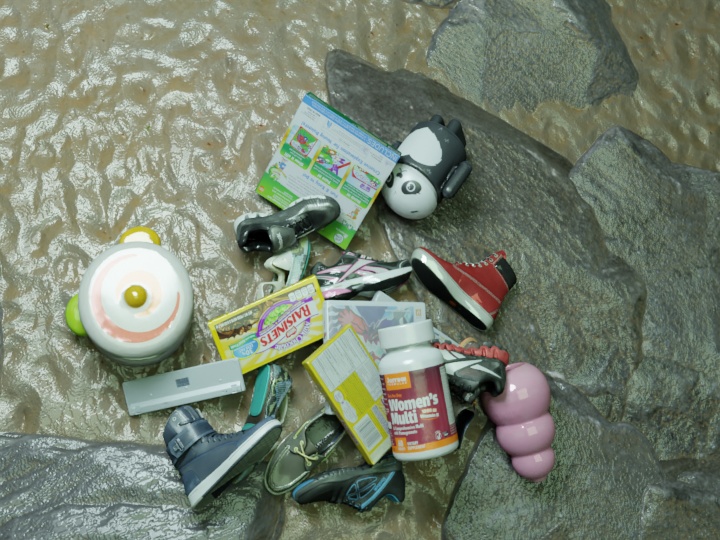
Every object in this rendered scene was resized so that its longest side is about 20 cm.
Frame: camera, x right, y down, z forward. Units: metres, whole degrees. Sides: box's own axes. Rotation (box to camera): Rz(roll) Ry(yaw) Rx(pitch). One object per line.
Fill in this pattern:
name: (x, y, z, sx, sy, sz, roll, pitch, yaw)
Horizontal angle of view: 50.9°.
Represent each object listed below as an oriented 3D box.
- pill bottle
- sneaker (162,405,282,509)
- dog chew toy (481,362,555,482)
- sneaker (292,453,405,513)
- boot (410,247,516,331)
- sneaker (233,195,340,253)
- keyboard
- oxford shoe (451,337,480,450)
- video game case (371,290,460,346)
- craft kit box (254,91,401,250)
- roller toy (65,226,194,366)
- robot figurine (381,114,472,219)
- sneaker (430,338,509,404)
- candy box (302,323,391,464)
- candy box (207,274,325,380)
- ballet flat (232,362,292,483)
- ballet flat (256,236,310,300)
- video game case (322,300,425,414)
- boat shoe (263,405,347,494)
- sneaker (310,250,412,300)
pill bottle: (0.087, 0.187, 1.194, 0.107, 0.109, 0.206, -9, 86, -15)
sneaker: (-0.226, 0.256, 1.192, 0.201, 0.077, 0.148, -41, 67, 14)
dog chew toy: (0.287, 0.270, 1.333, 0.121, 0.124, 0.206, -15, 88, -16)
sneaker: (-0.015, 0.366, 1.258, 0.194, 0.073, 0.084, -10, 80, -14)
boot: (0.195, -0.007, 1.402, 0.199, 0.072, 0.146, 40, 71, -10)
sneaker: (-0.127, -0.071, 1.302, 0.194, 0.091, 0.068, -13, 123, 5)
keyboard: (-0.289, 0.190, 1.237, 0.194, 0.011, 0.058, -12, 93, -1)
oxford shoe: (0.182, 0.219, 1.329, 0.071, 0.072, 0.205, 30, 75, -41)
video game case: (0.070, 0.167, 1.335, 0.198, 0.023, 0.185, 33, 71, -16)
craft kit box: (-0.057, -0.173, 1.337, 0.197, 0.049, 0.200, 32, 107, -4)
roller toy: (-0.356, 0.052, 1.218, 0.182, 0.140, 0.201, 40, 71, -1)
robot figurine: (0.119, -0.192, 1.396, 0.124, 0.150, 0.202, 40, 71, -14)
sneaker: (0.157, 0.173, 1.270, 0.194, 0.071, 0.100, 4, 59, -6)
candy box: (-0.002, 0.200, 1.227, 0.102, 0.026, 0.203, -38, 101, -31)
candy box: (-0.146, 0.094, 1.264, 0.196, 0.026, 0.105, -24, 99, -10)
ballet flat: (-0.160, 0.259, 1.258, 0.073, 0.074, 0.205, 20, 77, -7)
ballet flat: (-0.140, 0.024, 1.310, 0.070, 0.068, 0.205, 22, 74, -32)
video game case: (0.029, 0.146, 1.288, 0.195, 0.023, 0.188, 2, 81, -27)
boat shoe: (-0.083, 0.290, 1.267, 0.072, 0.060, 0.201, 45, 71, 1)
sneaker: (0.000, 0.000, 1.351, 0.195, 0.081, 0.088, -12, 69, -21)
